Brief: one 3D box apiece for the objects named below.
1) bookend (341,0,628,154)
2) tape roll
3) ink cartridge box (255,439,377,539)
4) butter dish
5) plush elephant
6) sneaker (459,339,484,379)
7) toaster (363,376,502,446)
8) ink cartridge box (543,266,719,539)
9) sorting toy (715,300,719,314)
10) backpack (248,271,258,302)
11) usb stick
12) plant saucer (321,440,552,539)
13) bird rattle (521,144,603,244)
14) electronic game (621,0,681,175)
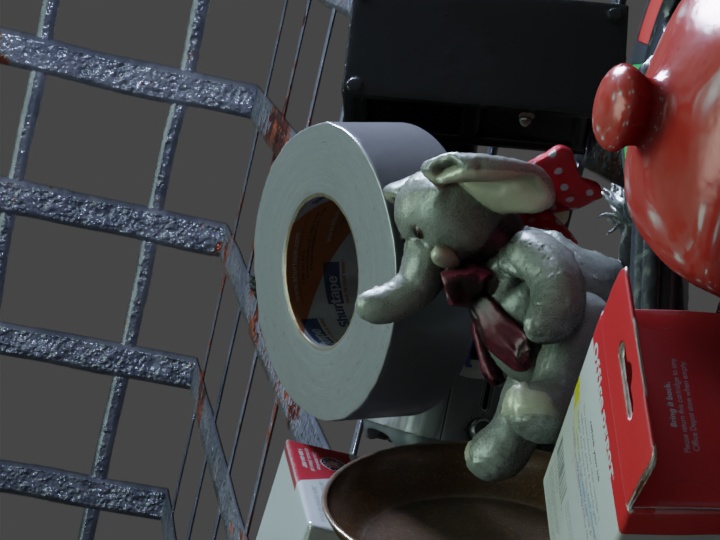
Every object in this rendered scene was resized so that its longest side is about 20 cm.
[{"bbox_3d":[0.089,-0.121,1.392,0.200,0.197,0.093,90,-174,-69],"label":"bookend"},{"bbox_3d":[0.000,0.000,1.250,0.200,0.066,0.202,6,97,59],"label":"tape roll"},{"bbox_3d":[0.041,0.196,1.233,0.144,0.199,0.084,-116,43,-71],"label":"ink cartridge box"},{"bbox_3d":[0.186,-0.068,0.914,0.200,0.147,0.201,-108,31,-68],"label":"butter dish"},{"bbox_3d":[0.073,0.002,1.087,0.201,0.154,0.165,-62,-2,-11],"label":"plush elephant"},{"bbox_3d":[0.115,0.051,1.212,0.199,0.114,0.081,176,104,-77],"label":"sneaker"},{"bbox_3d":[0.073,0.079,1.400,0.200,0.113,0.130,177,108,-78],"label":"toaster"},{"bbox_3d":[0.145,0.101,0.925,0.201,0.067,0.117,100,170,-52],"label":"ink cartridge box"},{"bbox_3d":[0.194,0.123,0.969,0.185,0.036,0.201,-109,32,-67],"label":"sorting toy"},{"bbox_3d":[0.027,-0.006,1.555,0.200,0.153,0.176,-43,2,-13],"label":"backpack"},{"bbox_3d":[0.169,-0.025,1.040,0.055,0.032,0.201,57,-145,-61],"label":"usb stick"},{"bbox_3d":[0.074,0.157,1.122,0.200,0.199,0.037,-115,28,-70],"label":"plant saucer"},{"bbox_3d":[0.087,-0.052,1.348,0.163,0.199,0.113,-1,-98,-63],"label":"bird rattle"},{"bbox_3d":[0.205,-0.129,1.137,0.200,0.041,0.201,-169,90,-78],"label":"electronic game"}]
